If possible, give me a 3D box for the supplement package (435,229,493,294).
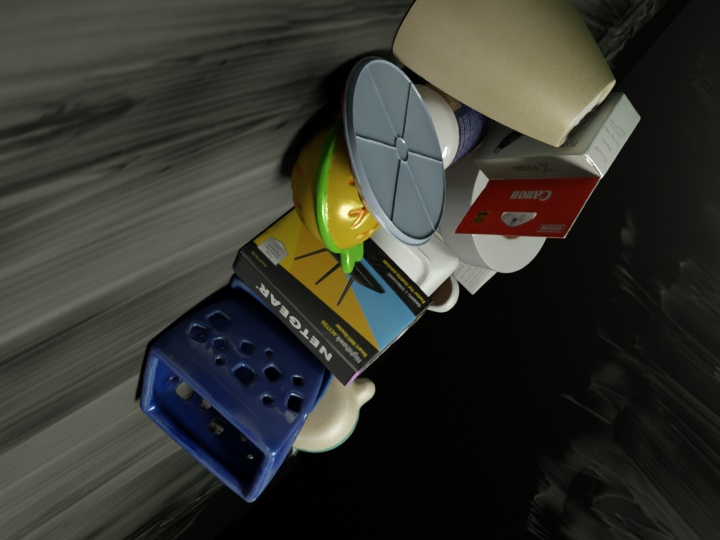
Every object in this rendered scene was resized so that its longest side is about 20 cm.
[{"bbox_3d":[0.180,-0.104,1.860,0.150,0.200,0.152,-37,168,-45],"label":"supplement package"}]

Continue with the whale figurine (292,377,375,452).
[{"bbox_3d":[-0.053,0.153,1.594,0.104,0.157,0.202,67,35,-68],"label":"whale figurine"}]

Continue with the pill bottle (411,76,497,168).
[{"bbox_3d":[0.083,-0.175,1.367,0.200,0.111,0.111,-36,167,-51],"label":"pill bottle"}]

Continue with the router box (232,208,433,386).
[{"bbox_3d":[-0.032,0.018,1.384,0.149,0.200,0.051,-41,171,-33],"label":"router box"}]

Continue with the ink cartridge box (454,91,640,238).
[{"bbox_3d":[0.199,-0.119,1.311,0.174,0.044,0.199,-54,-152,-18],"label":"ink cartridge box"}]

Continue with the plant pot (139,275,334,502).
[{"bbox_3d":[-0.143,0.138,1.436,0.180,0.199,0.200,-48,173,-30],"label":"plant pot"}]

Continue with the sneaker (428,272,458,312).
[{"bbox_3d":[0.091,0.003,1.606,0.084,0.200,0.073,32,98,-40],"label":"sneaker"}]

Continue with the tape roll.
[{"bbox_3d":[0.199,-0.101,1.657,0.199,0.066,0.203,-12,108,-43],"label":"tape roll"}]

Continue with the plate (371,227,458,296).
[{"bbox_3d":[0.000,0.000,1.490,0.200,0.200,0.032,-47,-163,5],"label":"plate"}]

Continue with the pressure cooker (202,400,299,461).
[{"bbox_3d":[-0.145,0.194,1.716,0.200,0.178,0.176,-46,172,-27],"label":"pressure cooker"}]

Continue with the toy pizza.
[{"bbox_3d":[0.030,-0.121,1.190,0.031,0.202,0.200,-13,-171,29],"label":"toy pizza"}]

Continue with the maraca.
[{"bbox_3d":[-0.015,-0.081,1.256,0.200,0.106,0.138,67,38,-60],"label":"maraca"}]

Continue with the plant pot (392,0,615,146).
[{"bbox_3d":[0.168,-0.234,1.225,0.187,0.200,0.187,-45,171,-9],"label":"plant pot"}]
